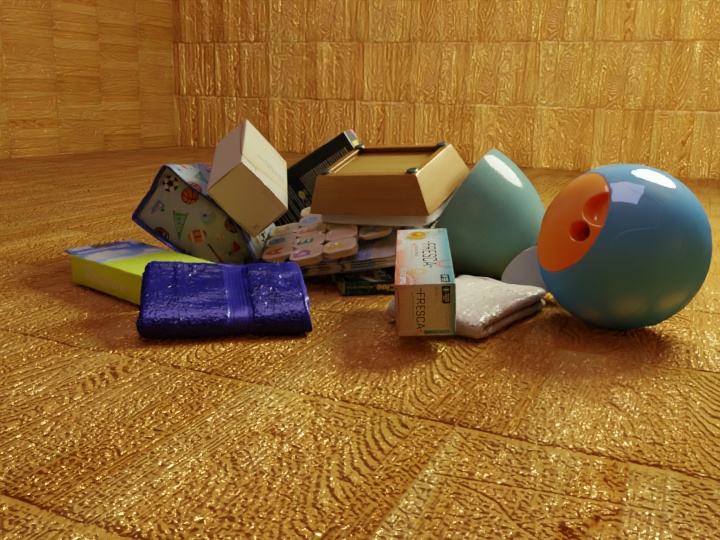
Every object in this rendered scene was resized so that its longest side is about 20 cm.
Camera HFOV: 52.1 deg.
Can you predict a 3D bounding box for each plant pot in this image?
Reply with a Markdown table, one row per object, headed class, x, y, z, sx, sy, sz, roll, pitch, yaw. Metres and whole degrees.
| class | x | y | z | sx | sy | sz | roll | pitch | yaw |
| --- | --- | --- | --- | --- | --- | --- | --- | --- | --- |
| plant pot | 0.209 | -0.066 | 1.135 | 0.135 | 0.200 | 0.200 | 34 | 22 | 12 |

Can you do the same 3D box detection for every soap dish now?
| class | x | y | z | sx | sy | sz | roll | pitch | yaw |
| --- | --- | --- | --- | --- | --- | --- | --- | --- | --- |
| soap dish | 0.042 | -0.132 | 1.102 | 0.200 | 0.081 | 0.157 | 4 | 30 | 31 |

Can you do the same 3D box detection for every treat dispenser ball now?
| class | x | y | z | sx | sy | sz | roll | pitch | yaw |
| --- | --- | --- | --- | --- | --- | --- | --- | --- | --- |
| treat dispenser ball | 0.315 | -0.028 | 0.893 | 0.201 | 0.201 | 0.201 | 2 | 13 | 0 |

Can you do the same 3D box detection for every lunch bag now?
| class | x | y | z | sx | sy | sz | roll | pitch | yaw |
| --- | --- | --- | --- | --- | --- | --- | --- | --- | --- |
| lunch bag | -0.224 | -0.067 | 1.150 | 0.200 | 0.124 | 0.170 | 35 | 14 | 0 |

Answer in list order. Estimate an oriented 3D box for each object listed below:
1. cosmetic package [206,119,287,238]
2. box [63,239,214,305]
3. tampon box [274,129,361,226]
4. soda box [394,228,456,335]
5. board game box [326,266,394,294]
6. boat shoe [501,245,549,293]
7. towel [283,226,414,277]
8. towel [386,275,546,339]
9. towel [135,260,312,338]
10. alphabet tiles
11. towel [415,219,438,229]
| class | x | y | z | sx | sy | sz | roll | pitch | yaw |
| --- | --- | --- | --- | --- | --- | --- | --- | --- | --- |
| cosmetic package | -0.170 | -0.146 | 1.134 | 0.073 | 0.104 | 0.200 | -38 | 27 | 13 |
| box | -0.311 | 0.000 | 1.033 | 0.200 | 0.048 | 0.122 | 13 | 18 | 39 |
| tampon box | -0.069 | -0.144 | 1.304 | 0.200 | 0.126 | 0.150 | -33 | 9 | 10 |
| soda box | 0.076 | 0.008 | 0.881 | 0.068 | 0.064 | 0.200 | -2 | 21 | 5 |
| board game box | 0.000 | 0.000 | 1.125 | 0.105 | 0.023 | 0.200 | -4 | 15 | -13 |
| boat shoe | 0.291 | -0.018 | 1.031 | 0.200 | 0.069 | 0.057 | -32 | -23 | 6 |
| towel | -0.015 | -0.042 | 1.101 | 0.200 | 0.024 | 0.147 | -8 | 31 | 14 |
| towel | 0.142 | 0.041 | 0.944 | 0.132 | 0.035 | 0.200 | 10 | 16 | 35 |
| towel | -0.163 | 0.029 | 0.882 | 0.200 | 0.050 | 0.148 | -2 | 24 | -14 |
| alphabet tiles | -0.049 | -0.063 | 1.113 | 0.195 | 0.015 | 0.200 | -12 | 26 | 8 |
| towel | 0.072 | -0.086 | 1.200 | 0.132 | 0.034 | 0.200 | 9 | 38 | 33 |
